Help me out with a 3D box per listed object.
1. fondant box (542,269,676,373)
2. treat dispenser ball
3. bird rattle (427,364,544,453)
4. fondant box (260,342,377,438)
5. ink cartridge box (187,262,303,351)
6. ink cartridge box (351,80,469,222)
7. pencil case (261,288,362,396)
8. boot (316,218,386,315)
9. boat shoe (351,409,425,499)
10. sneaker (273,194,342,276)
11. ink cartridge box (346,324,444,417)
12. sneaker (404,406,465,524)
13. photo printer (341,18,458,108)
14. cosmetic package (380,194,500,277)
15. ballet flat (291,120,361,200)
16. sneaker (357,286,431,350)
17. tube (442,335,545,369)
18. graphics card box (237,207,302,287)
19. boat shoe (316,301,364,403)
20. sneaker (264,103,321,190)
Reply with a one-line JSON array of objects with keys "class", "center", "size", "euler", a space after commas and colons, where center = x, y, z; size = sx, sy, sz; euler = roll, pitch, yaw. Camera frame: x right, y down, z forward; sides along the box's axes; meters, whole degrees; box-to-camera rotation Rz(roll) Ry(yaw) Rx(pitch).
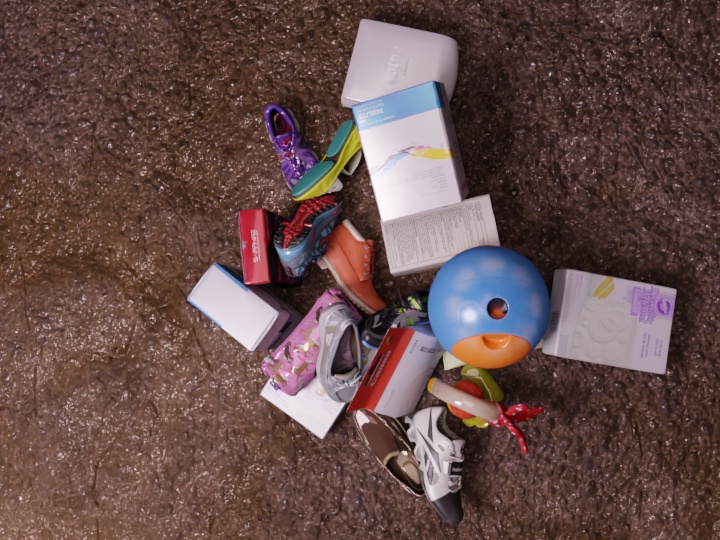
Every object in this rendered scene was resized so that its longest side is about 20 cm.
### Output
[{"class": "fondant box", "center": [0.421, 0.085, 1.208], "size": [0.198, 0.058, 0.146], "euler": [10, 87, -8]}, {"class": "treat dispenser ball", "center": [0.210, 0.059, 1.174], "size": [0.198, 0.201, 0.203], "euler": [-1, 87, 9]}, {"class": "bird rattle", "center": [0.197, 0.233, 1.199], "size": [0.162, 0.200, 0.114], "euler": [21, 97, -18]}, {"class": "fondant box", "center": [-0.070, 0.183, 1.315], "size": [0.144, 0.058, 0.201], "euler": [33, 93, 10]}, {"class": "ink cartridge box", "center": [-0.199, 0.068, 1.270], "size": [0.146, 0.200, 0.086], "euler": [37, 92, 9]}, {"class": "ink cartridge box", "center": [0.091, -0.204, 1.222], "size": [0.145, 0.147, 0.202], "euler": [-13, 99, 15]}, {"class": "pencil case", "center": [-0.085, 0.125, 1.250], "size": [0.200, 0.086, 0.083], "euler": [-48, 66, 2]}, {"class": "boot", "center": [0.000, 0.000, 1.309], "size": [0.107, 0.075, 0.200], "euler": [-39, 80, 0]}, {"class": "boat shoe", "center": [0.059, 0.320, 1.276], "size": [0.075, 0.075, 0.202], "euler": [-45, 81, 4]}, {"class": "sneaker", "center": [-0.093, -0.064, 1.273], "size": [0.079, 0.200, 0.096], "euler": [12, 129, 23]}, {"class": "ink cartridge box", "center": [0.071, 0.174, 1.211], "size": [0.057, 0.200, 0.164], "euler": [30, 101, 20]}, {"class": "sneaker", "center": [0.148, 0.332, 1.233], "size": [0.088, 0.074, 0.202], "euler": [-28, 72, 27]}, {"class": "photo printer", "center": [0.078, -0.364, 1.317], "size": [0.198, 0.069, 0.168], "euler": [15, 90, 10]}, {"class": "cosmetic package", "center": [0.144, -0.059, 1.279], "size": [0.198, 0.087, 0.105], "euler": [-11, 83, 9]}, {"class": "ballet flat", "center": [-0.047, -0.187, 1.305], "size": [0.067, 0.066, 0.201], "euler": [48, 63, -31]}, {"class": "sneaker", "center": [0.073, 0.073, 1.242], "size": [0.198, 0.083, 0.071], "euler": [-24, 60, -31]}, {"class": "tube", "center": [0.242, 0.126, 1.273], "size": [0.198, 0.058, 0.052], "euler": [-12, 100, 8]}, {"class": "graphics card box", "center": [-0.157, -0.034, 1.270], "size": [0.050, 0.200, 0.127], "euler": [-7, 84, 10]}, {"class": "boat shoe", "center": [-0.030, 0.151, 1.203], "size": [0.074, 0.065, 0.204], "euler": [-15, 125, -24]}, {"class": "sneaker", "center": [-0.131, -0.220, 1.335], "size": [0.080, 0.083, 0.201], "euler": [-31, 85, 7]}]
